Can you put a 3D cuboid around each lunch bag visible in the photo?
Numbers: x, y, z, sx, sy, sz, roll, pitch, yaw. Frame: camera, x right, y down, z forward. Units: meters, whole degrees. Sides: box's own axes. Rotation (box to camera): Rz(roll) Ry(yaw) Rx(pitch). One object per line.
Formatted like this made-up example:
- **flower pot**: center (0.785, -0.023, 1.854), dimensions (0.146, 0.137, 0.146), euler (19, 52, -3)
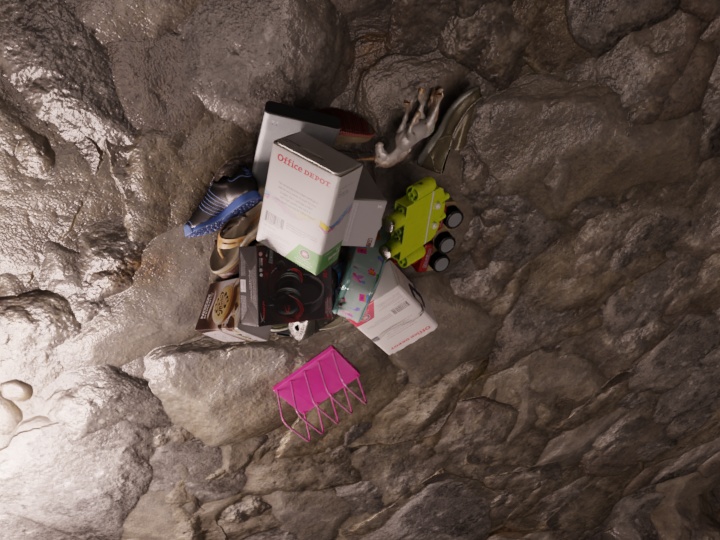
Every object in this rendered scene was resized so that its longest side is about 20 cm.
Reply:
- **lunch bag**: center (0.000, 0.000, 1.244), dimensions (0.076, 0.203, 0.161), euler (21, 147, -5)

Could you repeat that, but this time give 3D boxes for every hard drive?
- **hard drive**: center (-0.129, -0.225, 1.134), dimensions (0.136, 0.034, 0.201), euler (9, 148, -15)

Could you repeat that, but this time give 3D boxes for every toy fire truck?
- **toy fire truck**: center (0.102, -0.090, 1.330), dimensions (0.196, 0.129, 0.179), euler (-6, 127, -27)

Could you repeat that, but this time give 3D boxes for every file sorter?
- **file sorter**: center (-0.101, 0.327, 1.548), dimensions (0.198, 0.126, 0.139), euler (-35, 129, 9)

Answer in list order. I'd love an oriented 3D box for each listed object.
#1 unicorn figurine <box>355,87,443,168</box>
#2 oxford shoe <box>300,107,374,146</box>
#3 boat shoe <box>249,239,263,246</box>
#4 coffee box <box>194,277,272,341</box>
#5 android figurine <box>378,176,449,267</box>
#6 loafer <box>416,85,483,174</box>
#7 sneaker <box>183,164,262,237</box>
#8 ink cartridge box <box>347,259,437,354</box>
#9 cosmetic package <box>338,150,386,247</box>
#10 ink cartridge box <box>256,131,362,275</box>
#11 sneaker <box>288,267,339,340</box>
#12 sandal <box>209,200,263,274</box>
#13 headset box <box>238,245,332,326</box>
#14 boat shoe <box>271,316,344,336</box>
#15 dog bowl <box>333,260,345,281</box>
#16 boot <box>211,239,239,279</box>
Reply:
- **unicorn figurine**: center (0.096, -0.277, 1.176), dimensions (0.197, 0.074, 0.139), euler (-25, 149, -28)
- **oxford shoe**: center (-0.071, -0.268, 1.168), dimensions (0.195, 0.071, 0.076), euler (4, 137, -13)
- **boat shoe**: center (-0.167, -0.082, 1.225), dimensions (0.198, 0.074, 0.063), euler (-33, 135, 8)
- **coffee box**: center (-0.259, 0.084, 1.259), dimensions (0.079, 0.115, 0.198), euler (26, 158, -34)
- **android figurine**: center (0.112, -0.098, 1.186), dimensions (0.199, 0.041, 0.185), euler (-30, 138, -41)
- **loafer**: center (0.194, -0.283, 1.224), dimensions (0.069, 0.075, 0.201), euler (38, 123, 5)
- **sneaker**: center (-0.282, -0.136, 1.192), dimensions (0.197, 0.079, 0.070), euler (-26, 172, 23)
- **ink cartridge box**: center (0.068, 0.091, 1.381), dimensions (0.143, 0.085, 0.200), euler (-31, 135, 15)
- **cosmetic package**: center (-0.025, -0.145, 1.179), dimensions (0.088, 0.201, 0.109), euler (3, 124, -20)
- **ink cartridge box**: center (-0.094, -0.120, 1.064), dimensions (0.087, 0.144, 0.203), euler (-38, 151, -50)
- **sneaker**: center (-0.084, 0.061, 1.331), dimensions (0.113, 0.076, 0.202), euler (-26, 148, -49)
- **sandal**: center (-0.245, -0.072, 1.177), dimensions (0.053, 0.082, 0.199), euler (20, 132, -42)
- **headset box**: center (-0.137, 0.025, 1.182), dimensions (0.197, 0.074, 0.152), euler (-2, 93, -40)
- **boat shoe**: center (-0.137, 0.123, 1.428), dimensions (0.195, 0.076, 0.066), euler (-9, 157, -23)
- **dog bowl**: center (0.008, 0.044, 1.427), dimensions (0.198, 0.050, 0.112), euler (26, 113, -31)
- **boot**: center (-0.224, 0.004, 1.311), dimensions (0.196, 0.064, 0.190), euler (-11, 119, -12)
